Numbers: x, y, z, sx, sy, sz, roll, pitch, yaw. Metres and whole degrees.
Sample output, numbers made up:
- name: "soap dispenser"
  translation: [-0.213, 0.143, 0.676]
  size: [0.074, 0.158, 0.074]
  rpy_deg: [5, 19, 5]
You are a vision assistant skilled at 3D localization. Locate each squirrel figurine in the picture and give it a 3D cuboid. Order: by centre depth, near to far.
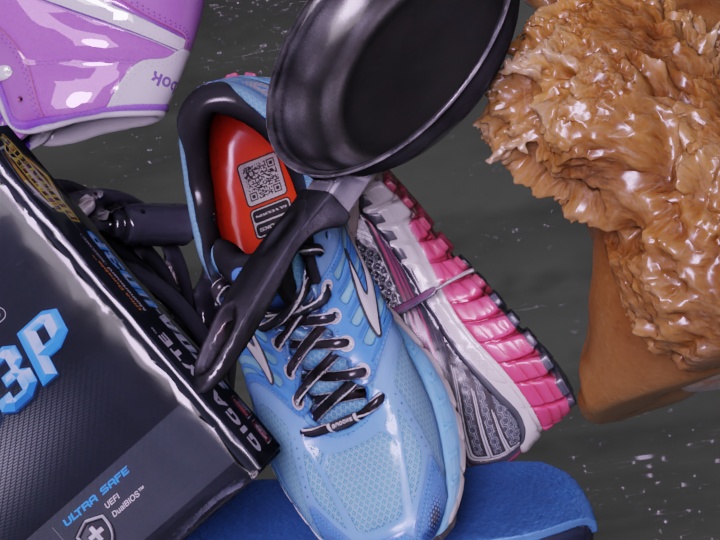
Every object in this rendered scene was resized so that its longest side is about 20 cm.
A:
- name: "squirrel figurine"
  translation: [0.122, -0.052, 0.795]
  size: [0.141, 0.200, 0.187]
  rpy_deg: [-15, 78, 13]

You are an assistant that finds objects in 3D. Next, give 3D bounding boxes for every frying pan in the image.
- name: "frying pan"
  translation: [0.007, -0.047, 0.716]
  size: [0.115, 0.031, 0.191]
  rpy_deg: [-19, 49, 39]

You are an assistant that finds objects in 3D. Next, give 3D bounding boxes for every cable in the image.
- name: "cable"
  translation: [-0.121, 0.062, 0.844]
  size: [0.051, 0.163, 0.201]
  rpy_deg: [0, 81, 50]

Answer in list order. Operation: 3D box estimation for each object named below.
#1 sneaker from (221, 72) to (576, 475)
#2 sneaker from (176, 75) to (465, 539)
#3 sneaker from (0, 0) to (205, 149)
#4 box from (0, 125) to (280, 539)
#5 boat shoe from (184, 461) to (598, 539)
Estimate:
- name: "sneaker"
  translation: [0.000, 0.000, 0.865]
  size: [0.075, 0.081, 0.200]
  rpy_deg: [-40, 79, 3]
- name: "sneaker"
  translation: [-0.027, 0.018, 0.780]
  size: [0.078, 0.090, 0.201]
  rpy_deg: [-26, 77, 13]
- name: "sneaker"
  translation: [-0.171, -0.113, 0.910]
  size: [0.200, 0.073, 0.115]
  rpy_deg: [13, 89, 11]
- name: "box"
  translation: [-0.153, 0.071, 0.767]
  size: [0.200, 0.046, 0.159]
  rpy_deg: [-40, 89, 12]
- name: "boat shoe"
  translation: [-0.005, 0.127, 0.825]
  size: [0.199, 0.084, 0.069]
  rpy_deg: [-2, 122, 1]
